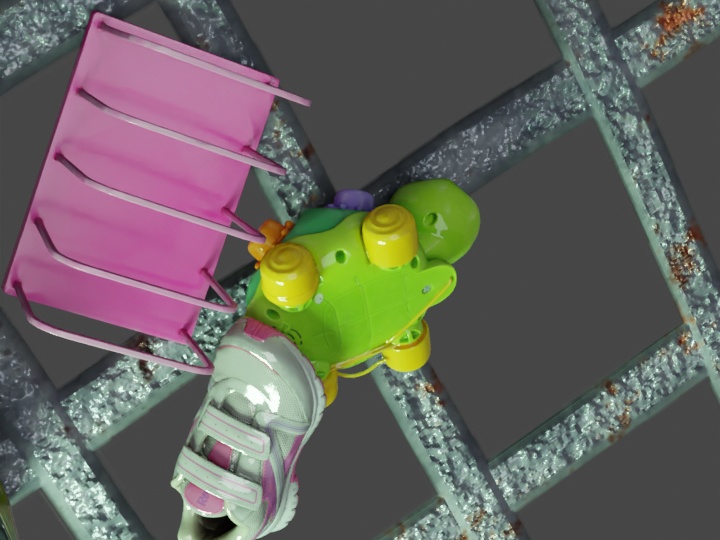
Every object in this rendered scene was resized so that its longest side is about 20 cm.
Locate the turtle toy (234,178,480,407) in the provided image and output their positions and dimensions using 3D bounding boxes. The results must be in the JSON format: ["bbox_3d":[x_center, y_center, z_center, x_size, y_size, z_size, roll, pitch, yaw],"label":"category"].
[{"bbox_3d":[0.000,0.000,1.032,0.198,0.101,0.147,-22,136,-13],"label":"turtle toy"}]

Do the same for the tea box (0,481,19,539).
[{"bbox_3d":[-0.343,0.137,0.925,0.199,0.134,0.198,-22,109,-13],"label":"tea box"}]

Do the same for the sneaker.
[{"bbox_3d":[-0.082,0.126,1.001,0.088,0.081,0.202,-42,147,-48],"label":"sneaker"}]

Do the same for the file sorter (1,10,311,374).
[{"bbox_3d":[-0.134,-0.048,0.960,0.138,0.125,0.202,17,97,-23],"label":"file sorter"}]
